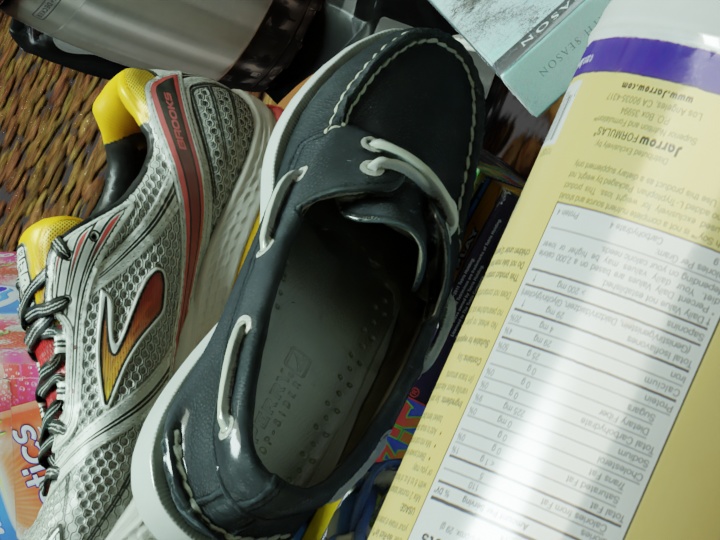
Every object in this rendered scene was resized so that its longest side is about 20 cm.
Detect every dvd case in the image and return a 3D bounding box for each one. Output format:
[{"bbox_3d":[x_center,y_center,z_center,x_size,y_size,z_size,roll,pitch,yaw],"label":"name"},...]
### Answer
[{"bbox_3d":[0.082,-0.126,0.954,0.146,0.022,0.200,-42,20,5],"label":"dvd case"}]

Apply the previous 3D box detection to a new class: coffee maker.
[{"bbox_3d":[-0.031,-0.143,1.156,0.135,0.199,0.193,-10,58,66],"label":"coffee maker"}]

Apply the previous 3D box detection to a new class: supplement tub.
[{"bbox_3d":[0.082,0.052,0.649,0.201,0.145,0.145,-66,18,-5],"label":"supplement tub"}]

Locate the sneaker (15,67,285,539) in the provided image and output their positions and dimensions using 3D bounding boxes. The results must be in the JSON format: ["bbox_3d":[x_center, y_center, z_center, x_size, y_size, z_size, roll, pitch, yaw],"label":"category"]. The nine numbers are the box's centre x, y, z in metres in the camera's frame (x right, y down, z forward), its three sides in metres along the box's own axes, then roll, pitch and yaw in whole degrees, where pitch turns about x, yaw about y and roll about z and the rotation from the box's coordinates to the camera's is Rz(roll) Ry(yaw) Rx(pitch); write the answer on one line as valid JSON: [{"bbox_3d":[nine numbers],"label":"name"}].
[{"bbox_3d":[-0.083,0.027,0.959,0.078,0.082,0.201,-29,39,62],"label":"sneaker"}]

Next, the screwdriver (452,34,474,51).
[{"bbox_3d":[0.057,-0.066,0.957,0.029,0.028,0.200,-38,16,-13],"label":"screwdriver"}]

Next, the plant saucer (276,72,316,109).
[{"bbox_3d":[-0.029,0.009,1.032,0.201,0.037,0.201,-55,18,29],"label":"plant saucer"}]

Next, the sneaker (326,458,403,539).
[{"bbox_3d":[0.031,0.085,0.865,0.200,0.077,0.076,-45,24,44],"label":"sneaker"}]

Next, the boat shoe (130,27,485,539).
[{"bbox_3d":[0.000,0.000,0.891,0.060,0.075,0.201,-31,31,52],"label":"boat shoe"}]

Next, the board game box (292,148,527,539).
[{"bbox_3d":[0.004,0.053,1.025,0.201,0.056,0.165,-63,19,5],"label":"board game box"}]

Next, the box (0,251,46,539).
[{"bbox_3d":[-0.120,0.059,1.173,0.200,0.095,0.100,-65,-25,-76],"label":"box"}]
